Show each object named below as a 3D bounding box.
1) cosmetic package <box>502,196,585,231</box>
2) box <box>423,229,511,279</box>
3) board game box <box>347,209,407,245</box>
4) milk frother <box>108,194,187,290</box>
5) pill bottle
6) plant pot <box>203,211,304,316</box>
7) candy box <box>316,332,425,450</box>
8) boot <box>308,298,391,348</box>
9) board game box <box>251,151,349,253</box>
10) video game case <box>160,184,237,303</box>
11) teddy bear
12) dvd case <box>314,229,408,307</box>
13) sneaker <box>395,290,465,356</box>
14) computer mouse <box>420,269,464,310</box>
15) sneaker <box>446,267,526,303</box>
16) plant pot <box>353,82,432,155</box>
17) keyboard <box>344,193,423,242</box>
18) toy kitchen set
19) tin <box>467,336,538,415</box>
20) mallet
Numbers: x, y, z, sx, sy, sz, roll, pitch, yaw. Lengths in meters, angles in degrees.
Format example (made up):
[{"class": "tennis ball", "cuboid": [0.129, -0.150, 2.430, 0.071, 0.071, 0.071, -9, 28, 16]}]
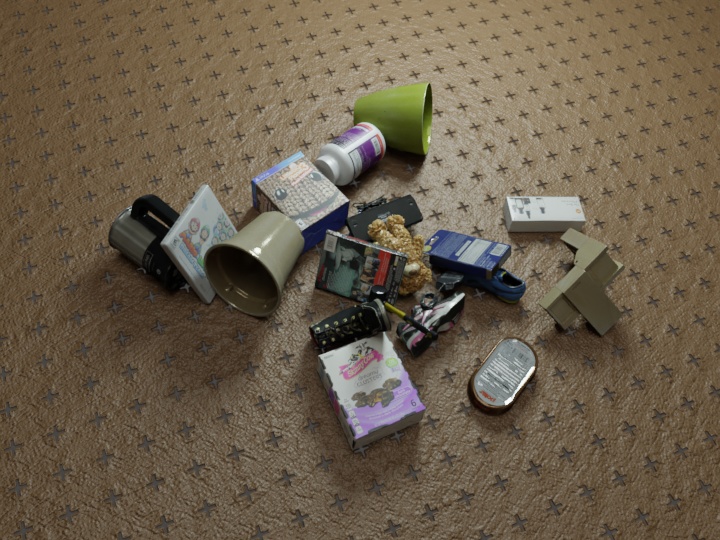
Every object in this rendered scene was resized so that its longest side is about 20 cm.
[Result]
[{"class": "cosmetic package", "cuboid": [0.477, -0.147, 1.771, 0.196, 0.051, 0.084, -1, 58, -7]}, {"class": "box", "cuboid": [0.252, -0.043, 1.649, 0.198, 0.033, 0.121, 17, 40, 30]}, {"class": "board game box", "cuboid": [0.025, -0.049, 1.667, 0.133, 0.035, 0.202, 18, 56, 5]}, {"class": "milk frother", "cuboid": [-0.444, -0.082, 1.597, 0.187, 0.182, 0.200, 34, 17, 15]}, {"class": "pill bottle", "cuboid": [-0.031, -0.296, 1.762, 0.112, 0.113, 0.199, 38, 53, 18]}, {"class": "plant pot", "cuboid": [-0.226, -0.032, 1.553, 0.198, 0.202, 0.184, 24, 46, 10]}, {"class": "candy box", "cuboid": [0.019, 0.252, 1.450, 0.165, 0.072, 0.202, -19, 61, -18]}, {"class": "boot", "cuboid": [-0.024, 0.122, 1.470, 0.152, 0.203, 0.075, -22, 93, -14]}, {"class": "board game box", "cuboid": [-0.150, -0.170, 1.690, 0.159, 0.097, 0.200, -35, 67, -25]}, {"class": "video game case", "cuboid": [-0.351, -0.058, 1.542, 0.023, 0.201, 0.184, 6, 52, 29]}, {"class": "teddy bear", "cuboid": [0.095, -0.045, 1.613, 0.143, 0.067, 0.203, 1, 63, -20]}, {"class": "dvd case", "cuboid": [0.000, 0.000, 1.575, 0.197, 0.148, 0.022, 16, 26, 5]}, {"class": "sneaker", "cuboid": [0.160, 0.101, 1.563, 0.199, 0.081, 0.086, -34, 56, -31]}, {"class": "computer mouse", "cuboid": [0.189, 0.050, 1.564, 0.058, 0.035, 0.200, 7, 27, 32]}, {"class": "sneaker", "cuboid": [0.305, 0.008, 1.637, 0.198, 0.079, 0.066, 25, 60, 12]}, {"class": "plant pot", "cuboid": [0.086, -0.413, 1.842, 0.196, 0.188, 0.189, 5, 55, 13]}, {"class": "keyboard", "cuboid": [0.053, -0.134, 1.695, 0.198, 0.040, 0.105, -21, 83, -22]}, {"class": "toy kitchen set", "cuboid": [0.531, 0.043, 1.654, 0.200, 0.181, 0.163, -46, 110, 5]}, {"class": "tin", "cuboid": [0.319, 0.232, 1.518, 0.111, 0.042, 0.200, 33, 60, 20]}, {"class": "mallet", "cuboid": [0.094, 0.092, 1.511, 0.198, 0.067, 0.041, 24, 36, 39]}]
